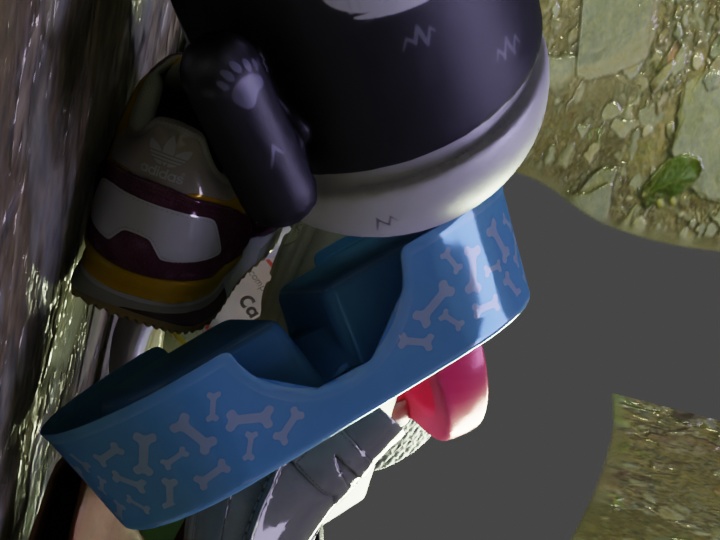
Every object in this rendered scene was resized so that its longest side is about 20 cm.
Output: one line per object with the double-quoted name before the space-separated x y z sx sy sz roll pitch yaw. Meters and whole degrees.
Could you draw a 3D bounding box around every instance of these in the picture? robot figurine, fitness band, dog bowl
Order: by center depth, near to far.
"robot figurine" -0.007 -0.104 0.739 0.125 0.150 0.200 50 -14 47
"dog bowl" -0.022 0.032 0.813 0.200 0.050 0.111 -31 -172 -16
"fitness band" 0.000 0.000 1.091 0.200 0.037 0.144 54 -21 32

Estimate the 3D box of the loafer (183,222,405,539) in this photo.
"loafer" -0.018 0.063 0.890 0.070 0.070 0.201 42 64 -63

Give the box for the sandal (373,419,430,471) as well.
"sandal" -0.041 0.080 1.245 0.043 0.200 0.076 49 -47 46

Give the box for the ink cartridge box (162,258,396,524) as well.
"ink cartridge box" -0.043 0.049 1.092 0.067 0.117 0.200 -29 158 -23

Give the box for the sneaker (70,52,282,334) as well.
"sneaker" -0.058 -0.050 0.866 0.200 0.075 0.090 -76 -174 -67

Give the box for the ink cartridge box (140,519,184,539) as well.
"ink cartridge box" -0.116 0.158 1.047 0.104 0.059 0.201 103 1 -61

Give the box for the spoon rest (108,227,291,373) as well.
"spoon rest" -0.059 -0.009 0.987 0.200 0.061 0.099 -63 -151 3

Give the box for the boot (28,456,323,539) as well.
"boot" -0.091 0.123 0.906 0.189 0.068 0.200 -66 151 -20

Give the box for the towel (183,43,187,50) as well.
"towel" -0.066 -0.096 1.087 0.200 0.030 0.147 103 1 -56
